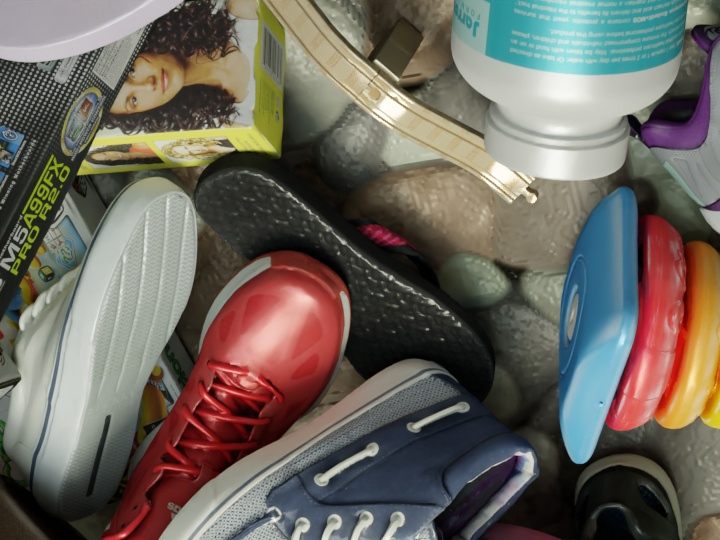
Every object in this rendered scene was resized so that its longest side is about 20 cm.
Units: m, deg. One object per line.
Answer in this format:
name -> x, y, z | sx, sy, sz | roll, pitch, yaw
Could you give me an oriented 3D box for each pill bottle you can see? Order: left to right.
pill bottle -> 0.100, -0.147, 1.228 | 0.111, 0.111, 0.200 | 9, 115, 9

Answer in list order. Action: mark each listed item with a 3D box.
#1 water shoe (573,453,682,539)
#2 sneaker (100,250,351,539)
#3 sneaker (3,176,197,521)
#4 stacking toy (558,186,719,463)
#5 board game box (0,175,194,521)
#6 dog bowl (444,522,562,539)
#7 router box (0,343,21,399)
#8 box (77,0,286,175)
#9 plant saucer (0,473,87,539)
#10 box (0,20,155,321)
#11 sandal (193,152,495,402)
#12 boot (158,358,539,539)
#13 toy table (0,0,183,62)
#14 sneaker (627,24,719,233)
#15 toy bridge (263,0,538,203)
water shoe -> 0.147, 0.197, 1.394 | 0.071, 0.079, 0.200 | -11, 111, 18
sneaker -> -0.069, 0.091, 1.331 | 0.078, 0.116, 0.200 | 24, 124, -5
sneaker -> -0.144, 0.033, 1.350 | 0.071, 0.073, 0.200 | 36, 118, 29
stacking toy -> 0.201, 0.038, 1.305 | 0.199, 0.110, 0.116 | 9, 136, -4
board game box -> -0.170, 0.035, 1.419 | 0.126, 0.035, 0.200 | -22, 108, 22
dog bowl -> 0.086, 0.211, 1.341 | 0.200, 0.074, 0.200 | 24, 145, 19
router box -> -0.285, 0.017, 1.384 | 0.149, 0.051, 0.200 | -39, 78, 32
box -> -0.140, -0.090, 1.329 | 0.199, 0.050, 0.075 | -5, 71, 15
plant saucer -> -0.143, 0.170, 1.371 | 0.200, 0.200, 0.034 | 43, 86, -8
box -> -0.215, -0.074, 1.295 | 0.160, 0.044, 0.200 | 25, 83, 19
sandal -> 0.000, 0.000, 1.351 | 0.075, 0.045, 0.200 | -30, 118, 36
boot -> -0.010, 0.125, 1.296 | 0.200, 0.090, 0.073 | -38, 134, -16
toy table -> -0.131, -0.194, 1.218 | 0.184, 0.117, 0.200 | 40, 89, 21
sneaker -> 0.209, -0.106, 1.245 | 0.087, 0.074, 0.200 | 40, 118, -1
toy bridge -> 0.012, -0.100, 1.296 | 0.200, 0.067, 0.027 | 40, 117, -6
